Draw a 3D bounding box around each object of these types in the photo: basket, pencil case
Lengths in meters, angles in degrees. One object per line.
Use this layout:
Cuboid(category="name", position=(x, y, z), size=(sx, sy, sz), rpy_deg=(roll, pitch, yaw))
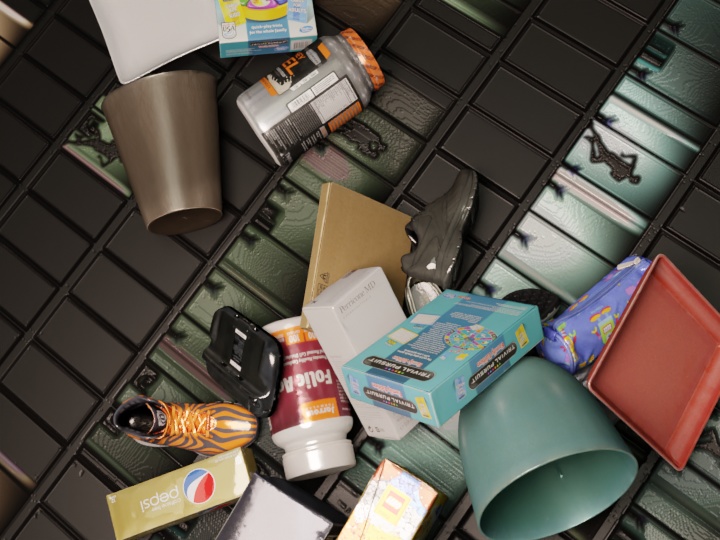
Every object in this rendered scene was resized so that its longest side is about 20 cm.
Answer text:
Cuboid(category="basket", position=(-0.277, -0.165, 1.339), size=(0.178, 0.136, 0.203), rpy_deg=(-14, 77, 6))
Cuboid(category="pencil case", position=(0.317, 0.055, 1.193), size=(0.199, 0.088, 0.078), rpy_deg=(-33, 31, -18))

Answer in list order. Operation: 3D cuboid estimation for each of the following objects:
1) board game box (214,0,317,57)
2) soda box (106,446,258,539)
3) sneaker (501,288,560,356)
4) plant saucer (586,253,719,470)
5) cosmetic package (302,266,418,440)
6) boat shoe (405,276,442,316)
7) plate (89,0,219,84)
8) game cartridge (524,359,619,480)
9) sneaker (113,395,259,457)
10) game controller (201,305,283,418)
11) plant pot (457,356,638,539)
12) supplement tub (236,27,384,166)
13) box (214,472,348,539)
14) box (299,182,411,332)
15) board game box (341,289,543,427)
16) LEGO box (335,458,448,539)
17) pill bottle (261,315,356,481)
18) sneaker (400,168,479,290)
Cuboid(category="board game box", position=(-0.154, -0.435, 1.414), size=(0.149, 0.047, 0.203), rpy_deg=(-7, 75, -8))
Cuboid(category="soda box", position=(-0.237, 0.304, 1.241), size=(0.198, 0.068, 0.065), rpy_deg=(-21, 74, 3))
Cuboid(category="sneaker", position=(0.197, 0.102, 1.227), size=(0.071, 0.084, 0.200), rpy_deg=(23, 50, 39))
Cuboid(category="plant saucer", position=(0.381, 0.116, 1.160), size=(0.200, 0.037, 0.201), rpy_deg=(40, 74, -23))
Cuboid(category="cosmetic package", position=(0.019, 0.107, 1.189), size=(0.101, 0.074, 0.202), rpy_deg=(-38, 110, -34))
Cuboid(category="boat shoe", position=(0.112, 0.097, 1.244), size=(0.070, 0.064, 0.202), rpy_deg=(-28, 73, 0))
Cuboid(category="plate", position=(-0.319, -0.413, 1.458), size=(0.198, 0.032, 0.202), rpy_deg=(-25, 74, 2))
Cuboid(category="game cartridge", position=(0.252, 0.197, 1.215), size=(0.200, 0.038, 0.130), rpy_deg=(-44, 78, -4))
Cuboid(category="sneaker", position=(-0.242, 0.212, 1.242), size=(0.197, 0.112, 0.079), rpy_deg=(-3, 75, 8))
Cuboid(category="game controller", position=(-0.158, 0.119, 1.229), size=(0.199, 0.042, 0.106), rpy_deg=(26, 99, 54))
Cuboid(category="plant pot", position=(0.207, 0.205, 1.106), size=(0.198, 0.201, 0.162), rpy_deg=(-23, 51, 2))
Cuboid(category="supplement tub", position=(-0.070, -0.256, 1.333), size=(0.199, 0.123, 0.123), rpy_deg=(-35, 73, -2))
Cuboid(category="box", position=(-0.113, 0.371, 1.138), size=(0.122, 0.200, 0.200), rpy_deg=(30, 81, 15))
Cuboid(category="box", position=(0.000, 0.000, 1.250), size=(0.021, 0.162, 0.203), rpy_deg=(-9, 68, 49))
Cuboid(category="board game box", position=(0.100, 0.099, 1.102), size=(0.199, 0.047, 0.150), rpy_deg=(-33, 27, -33))
Cuboid(category="LEGO box", position=(0.035, 0.321, 1.128), size=(0.077, 0.200, 0.150), rpy_deg=(29, 82, 15))
Cuboid(category="pill bottle", position=(-0.073, 0.171, 1.227), size=(0.113, 0.114, 0.203), rpy_deg=(-15, 74, 4))
Cuboid(category="sneaker", position=(0.111, -0.068, 1.262), size=(0.090, 0.076, 0.201), rpy_deg=(12, 53, 15))
